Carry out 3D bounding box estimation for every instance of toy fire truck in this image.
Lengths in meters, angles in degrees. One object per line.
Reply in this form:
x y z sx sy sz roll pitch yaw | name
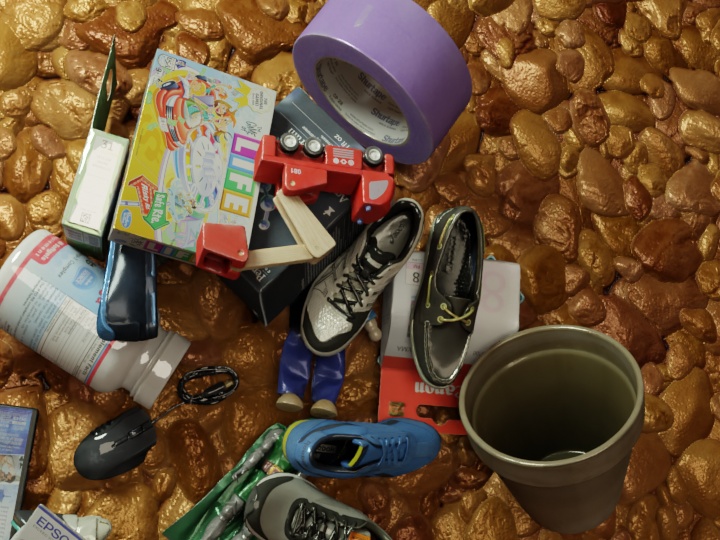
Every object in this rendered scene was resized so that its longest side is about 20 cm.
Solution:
-0.058 -0.059 0.881 0.195 0.049 0.144 7 66 -17 | toy fire truck

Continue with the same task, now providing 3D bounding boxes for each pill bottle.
-0.282 0.056 0.939 0.198 0.109 0.110 34 75 -7 | pill bottle

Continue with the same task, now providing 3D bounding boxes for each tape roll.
0.024 -0.220 1.015 0.199 0.200 0.086 39 75 -5 | tape roll

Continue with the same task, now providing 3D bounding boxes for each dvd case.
-0.420 0.236 0.921 0.139 0.018 0.205 9 78 -13 | dvd case

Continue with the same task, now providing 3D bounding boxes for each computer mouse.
-0.220 0.163 0.977 0.198 0.034 0.059 -33 89 -17 | computer mouse

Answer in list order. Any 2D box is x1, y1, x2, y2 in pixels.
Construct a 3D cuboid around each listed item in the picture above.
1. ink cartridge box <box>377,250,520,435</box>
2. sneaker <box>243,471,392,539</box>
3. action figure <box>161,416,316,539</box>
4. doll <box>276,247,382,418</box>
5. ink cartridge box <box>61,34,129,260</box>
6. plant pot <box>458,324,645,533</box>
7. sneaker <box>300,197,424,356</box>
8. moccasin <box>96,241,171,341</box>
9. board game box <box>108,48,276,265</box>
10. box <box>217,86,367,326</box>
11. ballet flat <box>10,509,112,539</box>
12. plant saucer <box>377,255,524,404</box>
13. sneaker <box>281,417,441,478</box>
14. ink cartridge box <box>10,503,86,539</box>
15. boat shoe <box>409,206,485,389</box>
0.104 0.085 1.049 0.159 0.057 0.205 6 75 -13 | ink cartridge box
-0.038 0.269 0.950 0.198 0.079 0.075 31 71 -34 | sneaker
-0.110 0.243 0.985 0.117 0.055 0.201 39 70 -3 | action figure
-0.040 0.063 1.027 0.133 0.049 0.205 11 69 -6 | doll
-0.267 -0.124 0.952 0.047 0.145 0.205 16 77 -12 | ink cartridge box
0.221 0.193 1.002 0.198 0.199 0.176 -32 128 -17 | plant pot
0.000 0.000 0.977 0.075 0.088 0.202 34 78 2 | sneaker
-0.222 -0.020 0.911 0.067 0.080 0.205 10 68 -16 | moccasin
-0.165 -0.109 0.904 0.132 0.034 0.205 16 66 -20 | board game box
-0.087 -0.071 0.993 0.148 0.107 0.200 42 73 13 | box
-0.268 0.301 0.926 0.073 0.073 0.200 -45 98 -17 | ballet flat
0.110 0.071 1.085 0.199 0.019 0.070 -41 92 -17 | plant saucer
0.013 0.199 0.978 0.196 0.078 0.068 6 90 -28 | sneaker
-0.282 0.347 0.877 0.197 0.047 0.201 40 103 -5 | ink cartridge box
0.099 0.029 1.002 0.070 0.061 0.207 7 83 -12 | boat shoe
